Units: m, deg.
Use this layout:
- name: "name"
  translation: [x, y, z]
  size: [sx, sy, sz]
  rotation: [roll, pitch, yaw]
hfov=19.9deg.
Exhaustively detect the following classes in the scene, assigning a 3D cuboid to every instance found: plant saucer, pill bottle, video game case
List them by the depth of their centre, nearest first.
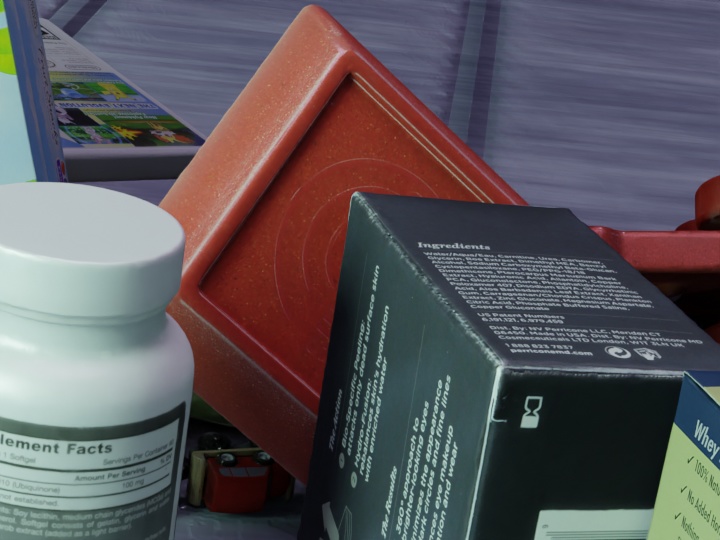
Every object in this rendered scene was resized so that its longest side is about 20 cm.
- name: "pill bottle"
  translation: [-0.131, 0.072, 0.866]
  size: [0.115, 0.201, 0.116]
  rotation: [8, 20, -3]
- name: "plant saucer"
  translation: [0.000, 0.000, 1.027]
  size: [0.200, 0.200, 0.037]
  rotation: [42, -22, -20]
- name: "video game case"
  translation: [-0.204, -0.099, 1.158]
  size: [0.182, 0.022, 0.199]
  rotation: [36, 25, 34]

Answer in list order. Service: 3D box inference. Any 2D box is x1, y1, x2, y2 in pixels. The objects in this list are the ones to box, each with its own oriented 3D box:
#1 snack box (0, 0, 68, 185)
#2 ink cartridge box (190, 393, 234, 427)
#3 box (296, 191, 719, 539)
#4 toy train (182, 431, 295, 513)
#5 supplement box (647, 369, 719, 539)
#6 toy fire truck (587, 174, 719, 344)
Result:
- name: "snack box"
  translation: [-0.250, -0.061, 1.001]
  size: [0.199, 0.170, 0.068]
  rotation: [-7, 11, 5]
- name: "ink cartridge box"
  translation: [0.000, 0.057, 1.162]
  size: [0.199, 0.060, 0.104]
  rotation: [11, 21, 6]
- name: "box"
  translation: [0.061, 0.092, 0.898]
  size: [0.117, 0.198, 0.200]
  rotation: [2, 21, -20]
- name: "toy train"
  translation: [-0.064, 0.106, 1.050]
  size: [0.199, 0.034, 0.046]
  rotation: [0, 33, -21]
- name: "supplement box"
  translation: [0.199, 0.167, 0.752]
  size: [0.134, 0.201, 0.200]
  rotation: [1, 22, -20]
- name: "toy fire truck"
  translation: [0.173, 0.015, 1.206]
  size: [0.167, 0.113, 0.200]
  rotation: [2, -17, 0]
